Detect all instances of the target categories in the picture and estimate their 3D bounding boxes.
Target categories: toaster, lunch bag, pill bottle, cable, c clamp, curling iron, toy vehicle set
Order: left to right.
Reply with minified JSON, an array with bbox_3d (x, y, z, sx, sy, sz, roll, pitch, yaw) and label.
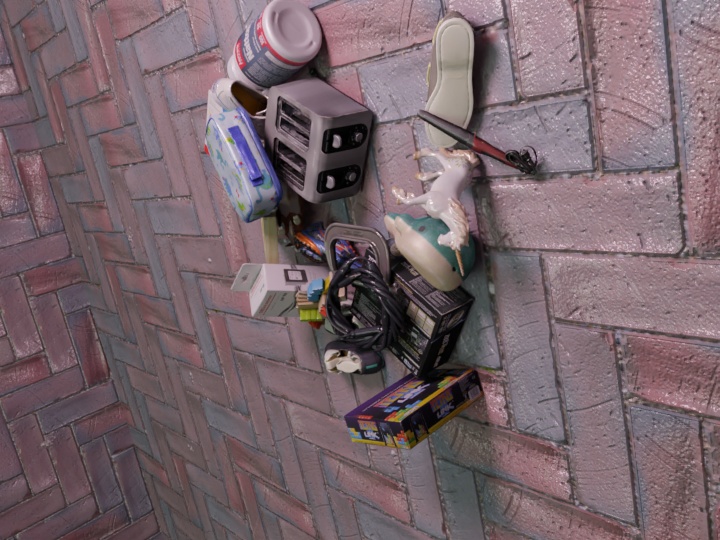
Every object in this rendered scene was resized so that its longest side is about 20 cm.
[{"bbox_3d":[-0.221,-0.198,1.288,0.201,0.082,0.161,64,162,3],"label":"lunch bag"},{"bbox_3d":[-0.199,-0.110,1.461,0.200,0.026,0.125,-108,15,-54],"label":"toy vehicle set"},{"bbox_3d":[-0.172,-0.413,1.282,0.200,0.119,0.120,-19,93,53],"label":"pill bottle"},{"bbox_3d":[-0.086,-0.250,1.262,0.200,0.118,0.182,40,134,32],"label":"toaster"},{"bbox_3d":[0.000,0.000,1.218,0.199,0.027,0.172,20,121,44],"label":"c clamp"},{"bbox_3d":[0.006,0.069,1.204,0.163,0.051,0.200,46,141,6],"label":"cable"},{"bbox_3d":[0.173,-0.195,0.999,0.199,0.026,0.050,30,153,17],"label":"curling iron"}]

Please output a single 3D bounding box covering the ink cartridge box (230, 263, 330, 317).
[{"bbox_3d":[-0.163,0.044,1.434,0.116,0.199,0.067,-54,42,49],"label":"ink cartridge box"}]

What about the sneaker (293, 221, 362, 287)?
[{"bbox_3d":[-0.038,-0.037,1.352,0.199,0.079,0.075,33,158,15],"label":"sneaker"}]

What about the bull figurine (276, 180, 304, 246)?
[{"bbox_3d":[-0.146,-0.128,1.416,0.121,0.065,0.201,-110,11,-83],"label":"bull figurine"}]

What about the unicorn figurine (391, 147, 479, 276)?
[{"bbox_3d":[0.123,-0.113,1.036,0.137,0.201,0.074,17,167,27],"label":"unicorn figurine"}]

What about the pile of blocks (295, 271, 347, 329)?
[{"bbox_3d":[-0.084,0.070,1.362,0.200,0.082,0.063,126,148,-54],"label":"pile of blocks"}]

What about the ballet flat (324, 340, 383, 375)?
[{"bbox_3d":[-0.035,0.194,1.469,0.199,0.073,0.074,0,108,51],"label":"ballet flat"}]

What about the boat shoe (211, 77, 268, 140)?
[{"bbox_3d":[-0.195,-0.311,1.325,0.070,0.200,0.071,11,74,45],"label":"boat shoe"}]

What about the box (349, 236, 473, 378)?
[{"bbox_3d":[0.086,0.064,1.235,0.200,0.086,0.164,42,136,31],"label":"box"}]

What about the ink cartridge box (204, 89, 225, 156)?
[{"bbox_3d":[-0.294,-0.298,1.536,0.116,0.067,0.201,43,137,29],"label":"ink cartridge box"}]

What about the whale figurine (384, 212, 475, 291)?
[{"bbox_3d":[0.117,-0.052,1.142,0.159,0.104,0.200,46,180,-34],"label":"whale figurine"}]

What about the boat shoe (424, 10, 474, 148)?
[{"bbox_3d":[0.135,-0.284,1.020,0.060,0.072,0.203,-86,-2,-51],"label":"boat shoe"}]

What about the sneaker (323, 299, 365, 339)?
[{"bbox_3d":[-0.034,0.105,1.406,0.200,0.087,0.076,-17,96,55],"label":"sneaker"}]

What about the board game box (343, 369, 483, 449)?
[{"bbox_3d":[0.096,0.243,1.223,0.165,0.199,0.057,-10,103,52],"label":"board game box"}]
